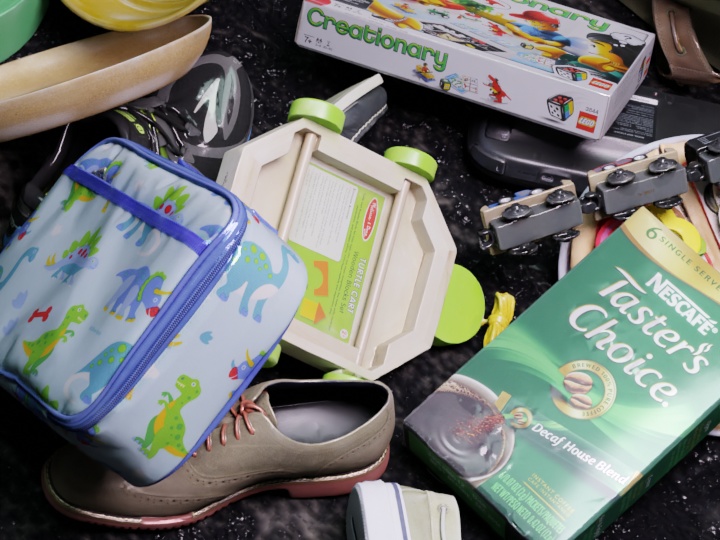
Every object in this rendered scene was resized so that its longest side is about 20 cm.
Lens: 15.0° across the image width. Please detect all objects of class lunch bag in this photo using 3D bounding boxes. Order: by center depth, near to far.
[{"bbox_3d":[-0.124,0.015,1.470,0.161,0.082,0.200,-51,32,-5],"label":"lunch bag"}]

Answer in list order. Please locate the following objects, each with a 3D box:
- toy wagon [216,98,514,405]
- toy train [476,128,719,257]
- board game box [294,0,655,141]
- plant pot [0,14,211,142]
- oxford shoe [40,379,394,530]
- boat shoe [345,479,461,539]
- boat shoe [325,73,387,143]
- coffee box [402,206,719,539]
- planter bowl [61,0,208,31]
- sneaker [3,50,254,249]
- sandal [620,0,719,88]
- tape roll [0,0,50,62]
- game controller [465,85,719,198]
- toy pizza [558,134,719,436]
[{"bbox_3d":[0.000,0.000,1.580,0.200,0.040,0.156,26,70,-29],"label":"toy wagon"},{"bbox_3d":[0.158,-0.051,1.622,0.200,0.034,0.046,-18,24,-13],"label":"toy train"},{"bbox_3d":[0.073,-0.143,1.705,0.200,0.035,0.126,18,27,11],"label":"board game box"},{"bbox_3d":[-0.179,-0.107,1.599,0.200,0.200,0.028,-24,104,-27],"label":"plant pot"},{"bbox_3d":[-0.077,0.089,1.504,0.200,0.075,0.071,-10,58,-18],"label":"oxford shoe"},{"bbox_3d":[0.036,0.191,1.451,0.062,0.072,0.200,-2,50,-10],"label":"boat shoe"},{"bbox_3d":[-0.038,-0.045,1.629,0.066,0.074,0.199,53,47,-7],"label":"boat shoe"},{"bbox_3d":[0.134,0.067,1.556,0.200,0.044,0.123,-39,68,-18],"label":"coffee box"},{"bbox_3d":[-0.104,-0.238,1.670,0.083,0.200,0.201,9,39,-53],"label":"planter bowl"},{"bbox_3d":[-0.129,-0.069,1.614,0.071,0.083,0.200,37,54,17],"label":"sneaker"},{"bbox_3d":[0.204,-0.151,1.763,0.201,0.080,0.057,37,72,28],"label":"sandal"},{"bbox_3d":[-0.290,-0.203,1.709,0.200,0.048,0.201,6,52,-7],"label":"tape roll"},{"bbox_3d":[0.166,-0.079,1.720,0.200,0.042,0.104,12,36,-2],"label":"game controller"},{"bbox_3d":[0.218,0.004,1.635,0.200,0.032,0.201,3,64,-6],"label":"toy pizza"}]
